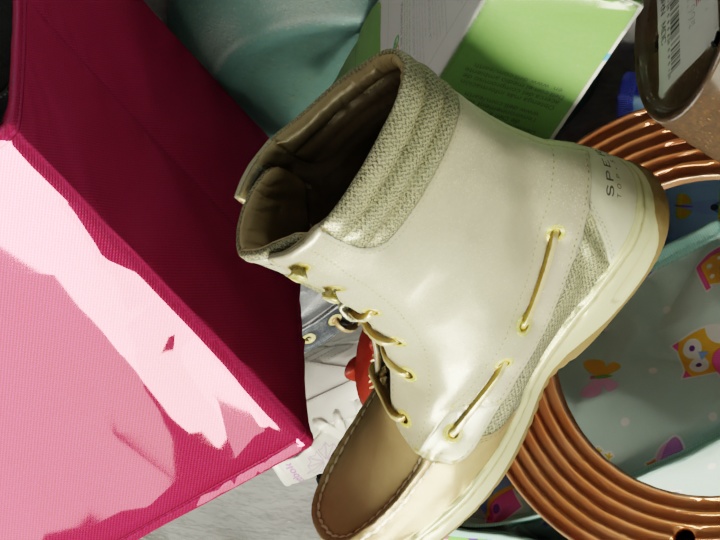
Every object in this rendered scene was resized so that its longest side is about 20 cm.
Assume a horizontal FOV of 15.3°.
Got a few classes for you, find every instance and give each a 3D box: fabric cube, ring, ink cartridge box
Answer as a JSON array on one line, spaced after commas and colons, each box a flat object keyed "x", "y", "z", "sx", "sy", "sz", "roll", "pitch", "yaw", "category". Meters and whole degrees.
[{"x": -0.156, "y": -0.004, "z": 1.127, "sx": 0.196, "sy": 0.200, "sz": 0.199, "roll": -30, "pitch": 124, "yaw": 18, "category": "fabric cube"}, {"x": 0.142, "y": 0.027, "z": 1.076, "sx": 0.199, "sy": 0.201, "sz": 0.019, "roll": -1, "pitch": 165, "yaw": 16, "category": "ring"}, {"x": 0.042, "y": -0.084, "z": 1.076, "sx": 0.059, "sy": 0.104, "sz": 0.200, "roll": 15, "pitch": 137, "yaw": -16, "category": "ink cartridge box"}]

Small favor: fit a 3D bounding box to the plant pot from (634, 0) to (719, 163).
[{"x": 0.209, "y": -0.080, "z": 0.980, "sx": 0.199, "sy": 0.188, "sz": 0.187, "roll": 9, "pitch": 154, "yaw": -15, "category": "plant pot"}]

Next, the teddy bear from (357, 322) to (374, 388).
[{"x": 0.060, "y": 0.006, "z": 1.200, "sx": 0.144, "sy": 0.067, "sz": 0.200, "roll": -17, "pitch": 153, "yaw": 5, "category": "teddy bear"}]

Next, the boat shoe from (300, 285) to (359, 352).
[{"x": 0.000, "y": 0.000, "z": 1.302, "sx": 0.199, "sy": 0.091, "sz": 0.071, "roll": 11, "pitch": -169, "yaw": 4, "category": "boat shoe"}]

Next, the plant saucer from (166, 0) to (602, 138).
[{"x": 0.009, "y": -0.087, "z": 1.208, "sx": 0.199, "sy": 0.036, "sz": 0.200, "roll": 6, "pitch": 153, "yaw": 3, "category": "plant saucer"}]

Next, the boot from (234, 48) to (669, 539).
[{"x": 0.007, "y": 0.018, "z": 1.022, "sx": 0.154, "sy": 0.072, "sz": 0.200, "roll": 23, "pitch": 111, "yaw": -39, "category": "boot"}]

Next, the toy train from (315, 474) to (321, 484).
[{"x": -0.005, "y": 0.104, "z": 1.504, "sx": 0.034, "sy": 0.046, "sz": 0.200, "roll": -24, "pitch": -159, "yaw": -23, "category": "toy train"}]

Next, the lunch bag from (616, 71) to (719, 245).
[{"x": 0.196, "y": -0.033, "z": 1.234, "sx": 0.150, "sy": 0.094, "sz": 0.200, "roll": 5, "pitch": 142, "yaw": 11, "category": "lunch bag"}]

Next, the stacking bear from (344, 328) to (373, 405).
[{"x": 0.094, "y": 0.056, "z": 1.359, "sx": 0.199, "sy": 0.114, "sz": 0.121, "roll": 5, "pitch": 167, "yaw": -14, "category": "stacking bear"}]

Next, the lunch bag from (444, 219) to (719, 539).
[{"x": 0.109, "y": 0.094, "z": 1.174, "sx": 0.199, "sy": 0.122, "sz": 0.170, "roll": -29, "pitch": 146, "yaw": 5, "category": "lunch bag"}]

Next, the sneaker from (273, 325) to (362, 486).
[{"x": -0.001, "y": 0.070, "z": 1.450, "sx": 0.199, "sy": 0.100, "sz": 0.075, "roll": -9, "pitch": 146, "yaw": 23, "category": "sneaker"}]
